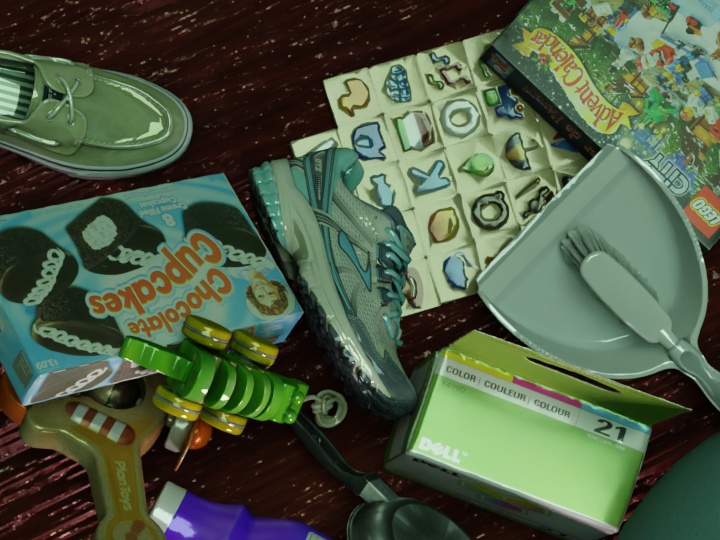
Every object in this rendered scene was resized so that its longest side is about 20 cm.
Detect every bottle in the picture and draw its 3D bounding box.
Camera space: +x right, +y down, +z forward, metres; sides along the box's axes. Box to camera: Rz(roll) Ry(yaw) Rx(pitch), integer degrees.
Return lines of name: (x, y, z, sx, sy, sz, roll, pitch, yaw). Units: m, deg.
bottle: (-0.047, 0.202, 1.704, 0.199, 0.065, 0.084, 29, 64, -3)

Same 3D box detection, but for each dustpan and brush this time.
dustpan and brush: (0.191, 0.033, 1.766, 0.140, 0.057, 0.200, -45, 111, 4)

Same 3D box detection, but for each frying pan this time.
frying pan: (0.029, 0.159, 1.728, 0.115, 0.031, 0.191, 13, 40, -41)

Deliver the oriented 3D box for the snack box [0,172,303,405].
snack box: (-0.145, 0.009, 1.680, 0.199, 0.037, 0.117, -13, 62, -37)

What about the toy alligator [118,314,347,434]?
toy alligator: (-0.063, 0.075, 1.663, 0.199, 0.054, 0.060, 20, 96, -44)

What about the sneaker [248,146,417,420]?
sneaker: (0.000, 0.000, 1.711, 0.086, 0.078, 0.201, -23, 63, -7)

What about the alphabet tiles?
alphabet tiles: (0.060, -0.065, 1.796, 0.199, 0.006, 0.167, -17, 84, -11)

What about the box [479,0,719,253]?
box: (0.199, -0.126, 1.806, 0.200, 0.038, 0.137, 43, 75, -1)

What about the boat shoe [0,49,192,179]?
boat shoe: (-0.205, -0.104, 1.734, 0.199, 0.062, 0.072, 9, 80, -8)

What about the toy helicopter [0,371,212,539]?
toy helicopter: (-0.145, 0.112, 1.669, 0.132, 0.079, 0.201, 8, 44, -24)

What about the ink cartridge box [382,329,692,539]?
ink cartridge box: (0.105, 0.105, 1.675, 0.147, 0.200, 0.076, 21, 78, -4)

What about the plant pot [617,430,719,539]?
plant pot: (0.233, 0.187, 1.640, 0.134, 0.200, 0.201, -14, 81, 27)
